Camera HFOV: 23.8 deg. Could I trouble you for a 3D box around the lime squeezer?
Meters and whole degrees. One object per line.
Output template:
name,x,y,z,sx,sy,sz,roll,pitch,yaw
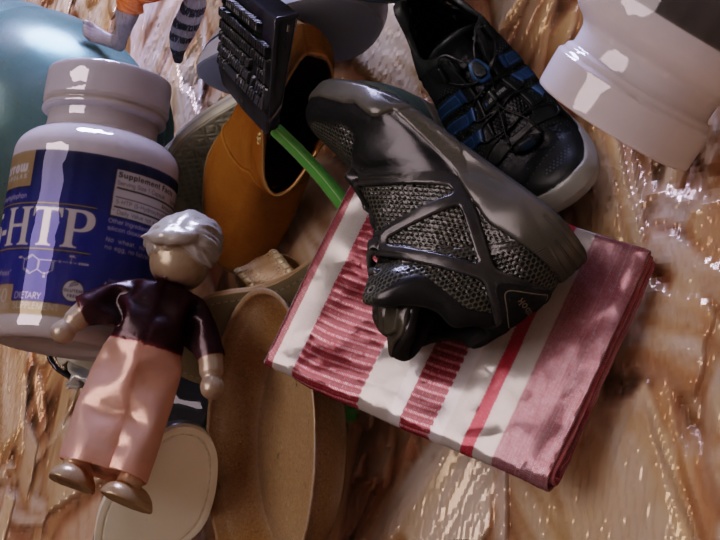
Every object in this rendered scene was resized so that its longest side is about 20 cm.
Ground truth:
lime squeezer,0.000,0.000,1.070,0.071,0.038,0.200,2,113,40

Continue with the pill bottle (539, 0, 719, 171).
pill bottle,0.186,-0.161,0.901,0.200,0.116,0.116,-59,38,14

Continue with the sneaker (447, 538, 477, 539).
sneaker,0.054,0.178,0.916,0.200,0.099,0.078,-3,71,51

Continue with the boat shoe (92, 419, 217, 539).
boat shoe,-0.153,0.175,1.188,0.062,0.073,0.200,-104,33,-58

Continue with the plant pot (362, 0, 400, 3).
plant pot,0.010,-0.255,1.127,0.200,0.200,0.135,48,133,50

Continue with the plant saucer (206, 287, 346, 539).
plant saucer,-0.052,0.112,1.097,0.200,0.035,0.200,-177,90,-66

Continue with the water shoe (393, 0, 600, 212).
water shoe,0.072,-0.106,1.036,0.071,0.079,0.200,-39,42,4

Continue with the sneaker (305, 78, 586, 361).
sneaker,0.019,-0.027,0.960,0.114,0.076,0.199,-47,62,-5

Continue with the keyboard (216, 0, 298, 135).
keyboard,-0.068,-0.165,1.090,0.200,0.021,0.127,-132,50,-69

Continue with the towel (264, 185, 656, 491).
towel,0.054,0.026,0.979,0.200,0.023,0.144,21,79,31

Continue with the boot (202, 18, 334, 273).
boot,-0.064,-0.069,1.150,0.144,0.071,0.201,-104,28,-68

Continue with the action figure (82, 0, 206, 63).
action figure,-0.103,-0.248,1.309,0.193,0.200,0.105,-29,92,47

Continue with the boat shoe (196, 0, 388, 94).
boat shoe,-0.044,-0.194,1.254,0.202,0.075,0.086,-19,49,54

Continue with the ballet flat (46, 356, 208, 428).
ballet flat,-0.183,0.078,1.289,0.200,0.073,0.073,22,91,53

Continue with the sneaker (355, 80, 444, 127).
sneaker,0.031,-0.048,1.069,0.074,0.082,0.200,-53,39,21

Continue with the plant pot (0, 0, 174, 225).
plant pot,-0.235,-0.110,1.362,0.134,0.200,0.200,11,82,31

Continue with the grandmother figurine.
grandmother figurine,-0.143,0.051,1.122,0.061,0.121,0.200,121,170,-73

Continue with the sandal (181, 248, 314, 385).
sandal,-0.044,0.015,1.166,0.212,0.078,0.070,-25,23,35

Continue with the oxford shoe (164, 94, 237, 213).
oxford shoe,-0.120,-0.082,1.288,0.200,0.075,0.058,-42,33,33

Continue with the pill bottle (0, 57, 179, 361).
pill bottle,-0.192,-0.041,1.210,0.120,0.120,0.200,-7,72,50
